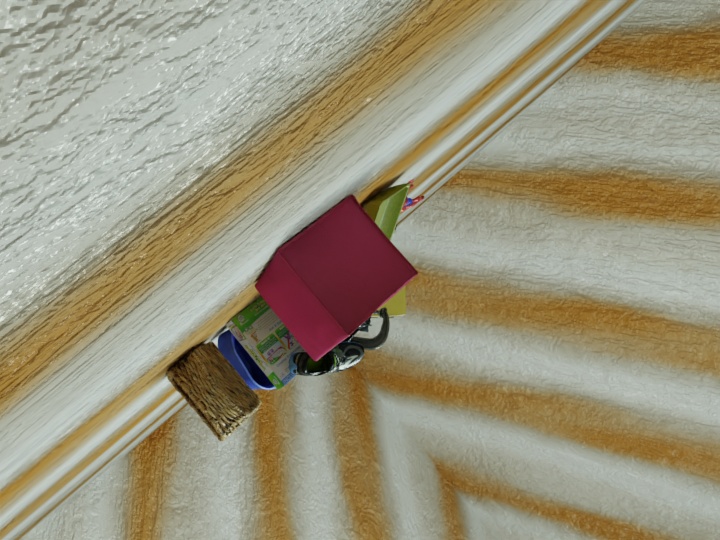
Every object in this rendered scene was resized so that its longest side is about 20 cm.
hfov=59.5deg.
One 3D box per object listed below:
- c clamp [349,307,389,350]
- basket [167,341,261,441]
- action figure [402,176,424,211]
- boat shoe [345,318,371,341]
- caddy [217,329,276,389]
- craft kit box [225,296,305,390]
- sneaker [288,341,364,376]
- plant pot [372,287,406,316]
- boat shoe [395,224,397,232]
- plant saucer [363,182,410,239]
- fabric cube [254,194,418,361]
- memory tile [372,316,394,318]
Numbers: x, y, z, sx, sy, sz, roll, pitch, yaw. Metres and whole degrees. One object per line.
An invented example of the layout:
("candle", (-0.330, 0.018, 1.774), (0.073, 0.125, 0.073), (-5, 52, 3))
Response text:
("c clamp", (-0.007, 0.124, 1.639), (0.172, 0.198, 0.027), (-65, 149, -24))
("basket", (-0.347, 0.286, 1.408), (0.149, 0.200, 0.143), (-40, 180, 9))
("action figure", (0.146, -0.218, 1.777), (0.099, 0.066, 0.200), (-32, -176, 25))
("boat shoe", (-0.007, 0.131, 1.560), (0.199, 0.066, 0.074), (-39, 158, 22))
("caddy", (-0.253, 0.198, 1.539), (0.104, 0.201, 0.141), (-19, -164, 42))
("craft kit box", (-0.187, 0.148, 1.512), (0.200, 0.198, 0.048), (-38, -179, -41))
("sneaker", (-0.070, 0.213, 1.469), (0.198, 0.072, 0.082), (-6, -174, -36))
("plant pot", (0.018, 0.013, 1.840), (0.194, 0.202, 0.194), (1, -168, -28))
("boat shoe", (0.032, -0.124, 1.818), (0.073, 0.064, 0.201), (16, -154, 38))
("plant saucer", (0.036, -0.105, 1.487), (0.200, 0.048, 0.202), (-41, 153, -59))
("fabric cube", (-0.050, 0.017, 1.186), (0.200, 0.197, 0.199), (-38, 176, -29))
("memory tile", (0.008, 0.110, 1.904), (0.152, 0.017, 0.200), (3, -168, -17))
